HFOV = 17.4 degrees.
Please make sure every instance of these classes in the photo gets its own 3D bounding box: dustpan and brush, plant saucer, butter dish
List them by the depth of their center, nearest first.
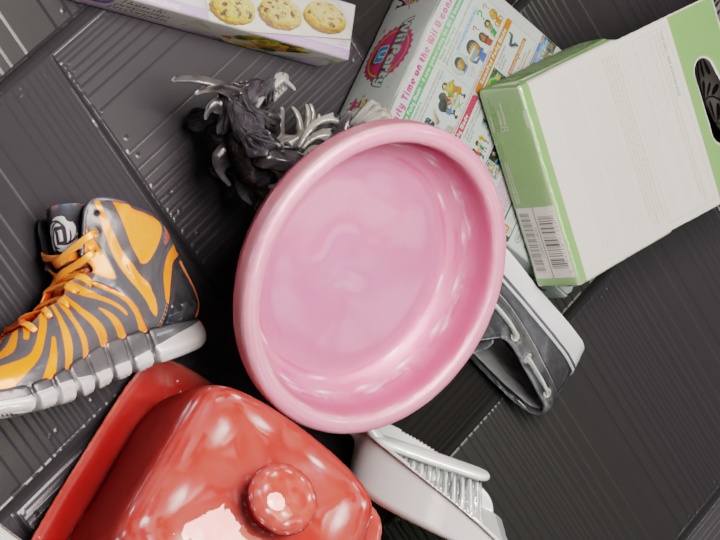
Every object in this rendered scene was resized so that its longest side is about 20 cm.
[{"bbox_3d":[-0.073,0.156,1.421,0.199,0.148,0.201,36,56,-9],"label":"butter dish"},{"bbox_3d":[0.000,0.000,1.464,0.199,0.051,0.202,-15,117,-31],"label":"plant saucer"},{"bbox_3d":[0.018,0.120,1.558,0.199,0.140,0.058,22,97,-5],"label":"dustpan and brush"}]

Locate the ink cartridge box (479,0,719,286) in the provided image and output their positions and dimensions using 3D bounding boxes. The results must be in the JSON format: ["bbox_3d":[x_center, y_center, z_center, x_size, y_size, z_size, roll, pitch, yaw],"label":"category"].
[{"bbox_3d":[0.185,-0.092,1.639,0.199,0.048,0.147,-28,105,-36],"label":"ink cartridge box"}]

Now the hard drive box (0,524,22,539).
[{"bbox_3d":[-0.314,0.159,1.317,0.200,0.077,0.156,44,64,-27],"label":"hard drive box"}]

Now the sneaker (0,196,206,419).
[{"bbox_3d":[-0.188,0.021,1.426,0.199,0.077,0.113,-23,98,-46],"label":"sneaker"}]

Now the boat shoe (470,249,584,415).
[{"bbox_3d":[0.077,0.027,1.620,0.200,0.071,0.068,46,62,-34],"label":"boat shoe"}]

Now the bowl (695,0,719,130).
[{"bbox_3d":[0.317,-0.159,1.785,0.200,0.094,0.203,2,86,-36],"label":"bowl"}]

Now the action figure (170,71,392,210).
[{"bbox_3d":[-0.037,-0.069,1.513,0.102,0.119,0.200,-47,124,-17],"label":"action figure"}]

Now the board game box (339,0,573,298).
[{"bbox_3d":[0.089,-0.094,1.634,0.200,0.064,0.148,38,66,-30],"label":"board game box"}]

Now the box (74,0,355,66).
[{"bbox_3d":[-0.093,-0.173,1.517,0.199,0.039,0.042,13,79,-35],"label":"box"}]
